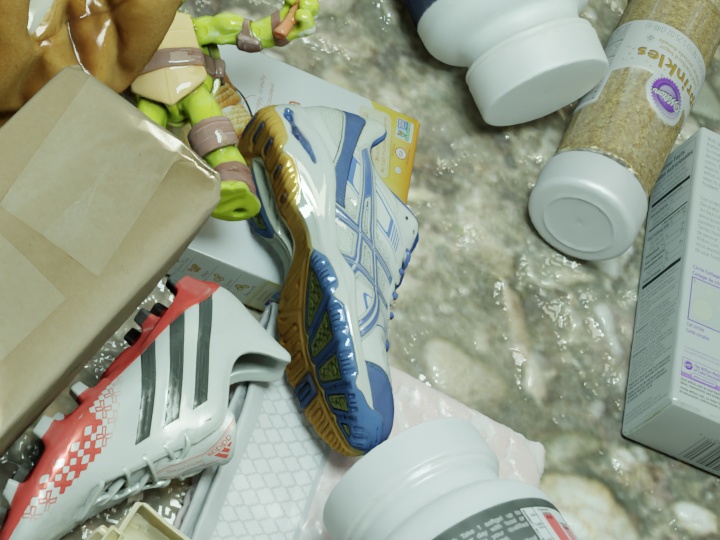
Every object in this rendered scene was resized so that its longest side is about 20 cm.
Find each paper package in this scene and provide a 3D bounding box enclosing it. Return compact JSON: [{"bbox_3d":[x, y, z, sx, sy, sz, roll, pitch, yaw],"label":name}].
[{"bbox_3d":[-0.186,0.029,1.282,0.103,0.191,0.200,41,50,-1],"label":"paper package"}]

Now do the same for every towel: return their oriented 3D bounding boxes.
[{"bbox_3d":[0.000,0.137,1.436,0.191,0.032,0.200,29,54,-14],"label":"towel"}]

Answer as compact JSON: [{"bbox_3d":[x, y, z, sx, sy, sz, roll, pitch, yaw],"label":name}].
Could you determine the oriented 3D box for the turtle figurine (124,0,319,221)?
[{"bbox_3d":[-0.111,-0.099,1.429,0.199,0.064,0.162,-6,68,-1],"label":"turtle figurine"}]

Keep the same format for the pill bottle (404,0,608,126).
[{"bbox_3d":[0.072,-0.193,1.607,0.111,0.111,0.200,-12,71,-35],"label":"pill bottle"}]

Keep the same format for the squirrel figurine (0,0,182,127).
[{"bbox_3d":[-0.223,-0.102,1.324,0.142,0.200,0.186,44,33,20],"label":"squirrel figurine"}]

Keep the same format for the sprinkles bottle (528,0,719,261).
[{"bbox_3d":[0.166,-0.097,1.638,0.068,0.068,0.200,35,52,-9],"label":"sprinkles bottle"}]

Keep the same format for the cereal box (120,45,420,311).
[{"bbox_3d":[-0.069,-0.056,1.494,0.200,0.040,0.144,22,57,-19],"label":"cereal box"}]

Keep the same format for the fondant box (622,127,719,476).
[{"bbox_3d":[0.242,0.031,1.620,0.144,0.058,0.200,23,56,-18],"label":"fondant box"}]

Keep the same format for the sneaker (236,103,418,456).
[{"bbox_3d":[0.000,0.000,1.435,0.088,0.075,0.201,-3,71,-29],"label":"sneaker"}]

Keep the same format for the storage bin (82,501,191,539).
[{"bbox_3d":[-0.097,0.249,1.278,0.200,0.094,0.199,39,51,-6],"label":"storage bin"}]

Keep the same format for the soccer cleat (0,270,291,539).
[{"bbox_3d":[-0.111,0.086,1.366,0.085,0.069,0.200,36,54,4],"label":"soccer cleat"}]

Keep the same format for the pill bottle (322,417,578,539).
[{"bbox_3d":[0.070,0.178,1.339,0.116,0.116,0.200,-12,54,-34],"label":"pill bottle"}]
